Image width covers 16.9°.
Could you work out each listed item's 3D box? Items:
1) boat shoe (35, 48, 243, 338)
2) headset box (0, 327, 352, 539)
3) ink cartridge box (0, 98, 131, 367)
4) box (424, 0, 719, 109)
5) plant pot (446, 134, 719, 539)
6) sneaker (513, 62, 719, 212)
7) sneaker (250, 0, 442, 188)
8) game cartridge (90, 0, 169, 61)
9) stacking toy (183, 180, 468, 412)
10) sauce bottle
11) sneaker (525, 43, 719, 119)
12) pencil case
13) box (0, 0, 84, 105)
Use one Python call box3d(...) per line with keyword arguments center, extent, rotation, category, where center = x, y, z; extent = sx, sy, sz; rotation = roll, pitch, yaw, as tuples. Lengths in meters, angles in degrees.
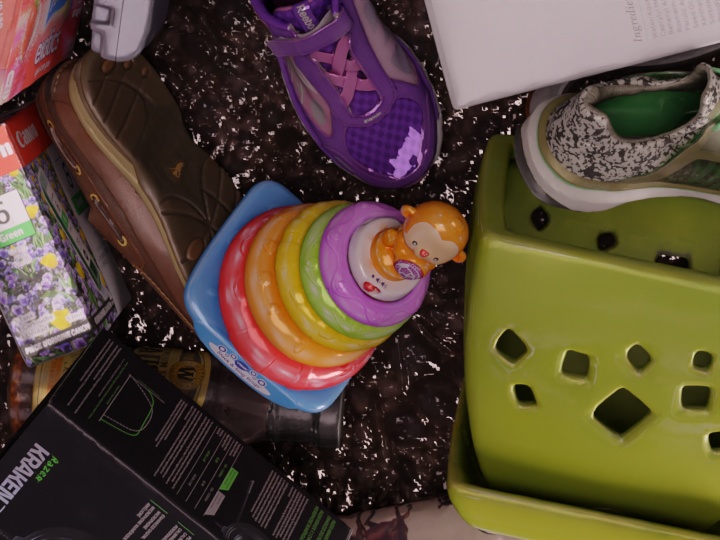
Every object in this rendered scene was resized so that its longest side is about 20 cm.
box3d(center=(-0.121, -0.040, 1.422), extent=(0.067, 0.072, 0.201), rotation=(-14, 114, 42), category="boat shoe")
box3d(center=(-0.128, 0.167, 1.363), extent=(0.200, 0.093, 0.174), rotation=(40, 120, -6), category="headset box")
box3d(center=(-0.200, -0.054, 1.396), extent=(0.050, 0.109, 0.201), rotation=(-21, 100, 8), category="ink cartridge box")
box3d(center=(0.134, -0.173, 1.325), extent=(0.199, 0.152, 0.107), rotation=(-14, 101, 6), category="box")
box3d(center=(0.147, 0.050, 1.355), extent=(0.199, 0.199, 0.183), rotation=(11, 109, 1), category="plant pot")
box3d(center=(0.186, -0.079, 1.286), extent=(0.199, 0.089, 0.077), rotation=(-11, 74, -19), category="sneaker")
box3d(center=(-0.019, -0.133, 1.378), extent=(0.080, 0.089, 0.201), rotation=(-26, 100, 8), category="sneaker")
box3d(center=(-0.116, -0.223, 1.342), extent=(0.041, 0.133, 0.201), rotation=(10, 102, 2), category="game cartridge")
box3d(center=(0.000, 0.000, 1.338), extent=(0.116, 0.200, 0.110), rotation=(41, 60, -16), category="stacking toy")
box3d(center=(-0.109, 0.077, 1.442), extent=(0.198, 0.066, 0.067), rotation=(2, 102, 2), category="sauce bottle")
box3d(center=(0.188, -0.102, 1.386), extent=(0.199, 0.085, 0.073), rotation=(-1, 96, -18), category="sneaker")
box3d(center=(0.022, 0.185, 1.447), extent=(0.199, 0.078, 0.090), rotation=(-10, 87, 6), category="pencil case")
box3d(center=(-0.213, -0.163, 1.328), extent=(0.102, 0.200, 0.095), rotation=(16, 104, 2), category="box")
